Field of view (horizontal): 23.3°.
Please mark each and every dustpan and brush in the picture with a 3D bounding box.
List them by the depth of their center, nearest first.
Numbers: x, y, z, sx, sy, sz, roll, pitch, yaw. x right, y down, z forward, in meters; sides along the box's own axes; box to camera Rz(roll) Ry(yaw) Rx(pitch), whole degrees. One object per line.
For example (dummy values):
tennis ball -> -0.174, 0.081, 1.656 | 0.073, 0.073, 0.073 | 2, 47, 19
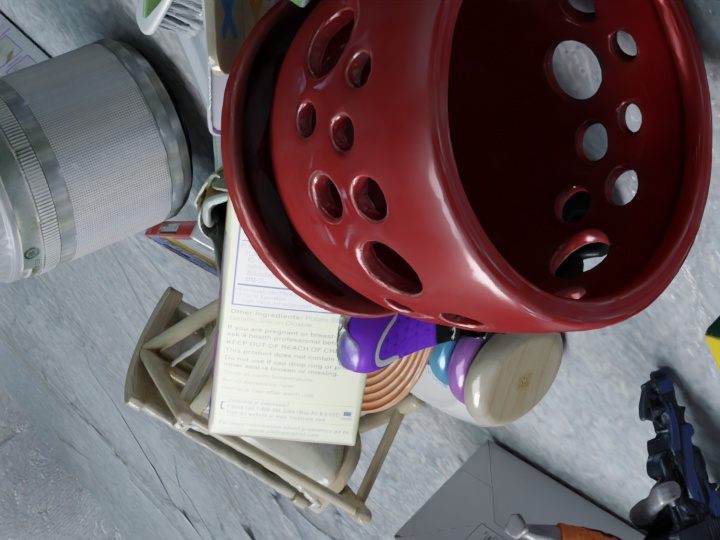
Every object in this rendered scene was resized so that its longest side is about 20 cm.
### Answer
dustpan and brush -> -0.095, -0.182, 0.970 | 0.140, 0.057, 0.200 | 66, 146, 24

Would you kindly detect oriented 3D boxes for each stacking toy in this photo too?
stacking toy -> 0.050, 0.025, 1.249 | 0.200, 0.085, 0.086 | 39, 158, 37

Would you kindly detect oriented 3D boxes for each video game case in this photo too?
video game case -> -0.100, -0.001, 1.469 | 0.143, 0.018, 0.200 | 30, 172, -16

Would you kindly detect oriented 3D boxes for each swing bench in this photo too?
swing bench -> -0.086, 0.116, 1.523 | 0.198, 0.130, 0.200 | 33, 164, -21

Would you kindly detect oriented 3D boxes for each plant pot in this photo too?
plant pot -> 0.047, -0.067, 0.862 | 0.182, 0.201, 0.201 | -5, 125, 51

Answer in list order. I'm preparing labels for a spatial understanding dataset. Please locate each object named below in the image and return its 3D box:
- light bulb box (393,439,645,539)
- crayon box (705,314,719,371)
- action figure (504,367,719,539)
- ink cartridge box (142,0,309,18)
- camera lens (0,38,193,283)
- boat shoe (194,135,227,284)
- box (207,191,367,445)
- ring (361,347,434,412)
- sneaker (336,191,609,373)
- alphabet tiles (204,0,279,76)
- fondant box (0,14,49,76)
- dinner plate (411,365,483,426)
light bulb box -> 0.154, 0.278, 1.417 | 0.198, 0.125, 0.201 | 29, 152, 40
crayon box -> 0.293, 0.107, 0.924 | 0.172, 0.058, 0.201 | 17, 143, 53
action figure -> 0.177, 0.172, 1.133 | 0.105, 0.192, 0.201 | -28, 72, 63
ink cartridge box -> -0.015, -0.191, 0.799 | 0.059, 0.200, 0.104 | 37, 159, 4
camera lens -> -0.249, -0.089, 1.433 | 0.160, 0.199, 0.161 | 45, 149, 37
boat shoe -> -0.083, -0.052, 1.271 | 0.075, 0.068, 0.201 | -56, 43, 45
box -> -0.038, -0.024, 1.092 | 0.096, 0.176, 0.201 | 6, 131, -5
ring -> 0.000, 0.000, 1.234 | 0.200, 0.019, 0.202 | 6, 97, 55
sneaker -> 0.075, 0.004, 0.992 | 0.099, 0.200, 0.070 | 34, 142, 25
alphabet tiles -> -0.057, -0.200, 0.914 | 0.015, 0.200, 0.197 | -1, 95, 18
fondant box -> -0.324, -0.160, 1.687 | 0.200, 0.058, 0.144 | 41, 158, 17
dinner plate -> 0.038, 0.054, 1.393 | 0.200, 0.024, 0.200 | 40, 159, 19
